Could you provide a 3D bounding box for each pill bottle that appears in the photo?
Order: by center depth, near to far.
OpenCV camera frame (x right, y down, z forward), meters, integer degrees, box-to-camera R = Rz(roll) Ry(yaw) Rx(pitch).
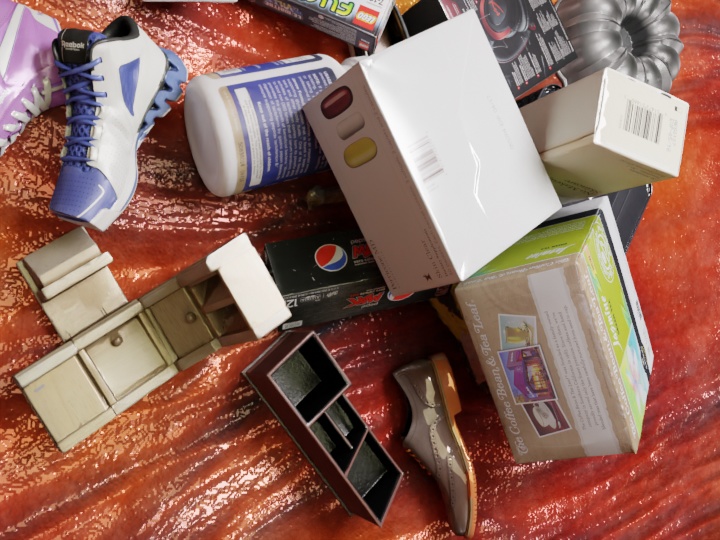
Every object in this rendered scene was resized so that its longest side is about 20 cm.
[{"bbox_3d":[-0.069,-0.153,0.778,0.196,0.115,0.119,-18,93,-25],"label":"pill bottle"}]

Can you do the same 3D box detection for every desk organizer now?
[{"bbox_3d":[-0.028,0.160,0.789,0.071,0.077,0.202,-40,102,-23],"label":"desk organizer"}]

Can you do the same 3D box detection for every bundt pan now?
[{"bbox_3d":[0.349,-0.303,1.016,0.197,0.075,0.208,2,85,-25],"label":"bundt pan"}]

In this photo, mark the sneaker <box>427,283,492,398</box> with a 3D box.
[{"bbox_3d":[0.151,0.062,0.886,0.084,0.074,0.203,-35,100,-24],"label":"sneaker"}]

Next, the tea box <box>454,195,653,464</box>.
[{"bbox_3d":[0.213,0.059,0.810,0.197,0.131,0.204,-44,116,-55],"label":"tea box"}]

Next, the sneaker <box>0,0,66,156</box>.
[{"bbox_3d":[-0.311,-0.142,0.687,0.112,0.072,0.207,8,82,-28],"label":"sneaker"}]

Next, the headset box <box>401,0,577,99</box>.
[{"bbox_3d":[0.147,-0.269,0.901,0.199,0.074,0.151,-36,100,-32],"label":"headset box"}]

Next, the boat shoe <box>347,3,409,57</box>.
[{"bbox_3d":[0.039,-0.209,0.863,0.071,0.067,0.205,-22,96,-27],"label":"boat shoe"}]

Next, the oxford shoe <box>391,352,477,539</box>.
[{"bbox_3d":[0.082,0.199,0.854,0.071,0.071,0.206,-12,86,-6],"label":"oxford shoe"}]

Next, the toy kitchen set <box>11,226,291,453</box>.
[{"bbox_3d":[-0.205,0.029,0.659,0.198,0.179,0.166,-35,99,-28],"label":"toy kitchen set"}]

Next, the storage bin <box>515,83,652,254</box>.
[{"bbox_3d":[0.244,-0.107,0.937,0.198,0.093,0.137,37,71,-17],"label":"storage bin"}]

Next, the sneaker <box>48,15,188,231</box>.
[{"bbox_3d":[-0.240,-0.148,0.689,0.115,0.079,0.204,52,53,-56],"label":"sneaker"}]

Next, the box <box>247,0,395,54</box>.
[{"bbox_3d":[-0.055,-0.319,0.807,0.196,0.035,0.112,22,75,0],"label":"box"}]

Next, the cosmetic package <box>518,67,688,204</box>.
[{"bbox_3d":[0.212,-0.123,0.763,0.101,0.199,0.075,16,80,-18],"label":"cosmetic package"}]

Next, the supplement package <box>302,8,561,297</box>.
[{"bbox_3d":[0.067,-0.106,0.719,0.154,0.110,0.204,-31,98,-32],"label":"supplement package"}]

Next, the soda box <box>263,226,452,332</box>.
[{"bbox_3d":[0.000,0.000,0.797,0.195,0.064,0.072,-11,55,-17],"label":"soda box"}]

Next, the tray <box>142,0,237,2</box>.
[{"bbox_3d":[-0.151,-0.353,0.778,0.104,0.022,0.206,4,72,13],"label":"tray"}]

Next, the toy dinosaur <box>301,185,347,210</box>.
[{"bbox_3d":[0.027,-0.079,0.836,0.196,0.107,0.061,16,39,-32],"label":"toy dinosaur"}]
